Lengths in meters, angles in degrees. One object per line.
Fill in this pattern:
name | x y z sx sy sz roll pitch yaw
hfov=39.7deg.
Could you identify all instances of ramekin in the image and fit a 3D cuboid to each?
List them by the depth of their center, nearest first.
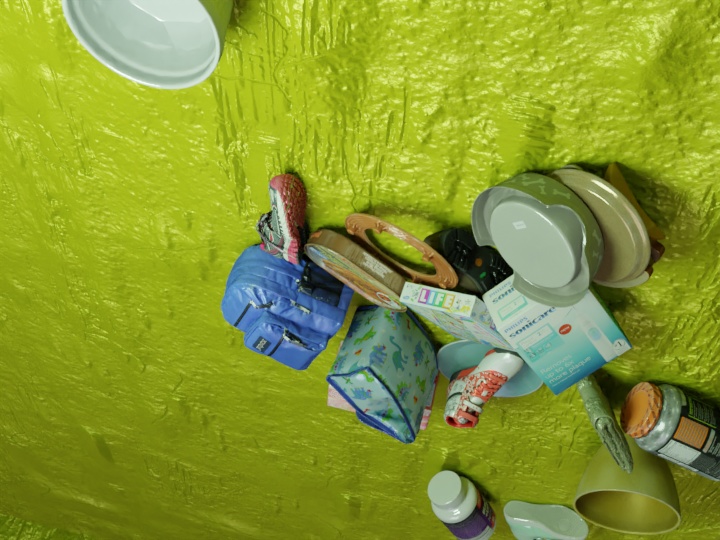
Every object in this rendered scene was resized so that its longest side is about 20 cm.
ramekin | -0.248 -0.327 1.204 0.198 0.106 0.201 11 146 8

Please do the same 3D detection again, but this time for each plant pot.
plant pot | 0.518 0.400 1.917 0.198 0.143 0.201 12 148 8

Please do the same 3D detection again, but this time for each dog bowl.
dog bowl | 0.247 -0.046 1.375 0.199 0.059 0.201 35 149 25

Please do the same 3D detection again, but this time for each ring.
ring | 0.059 -0.023 1.535 0.199 0.019 0.201 30 165 9

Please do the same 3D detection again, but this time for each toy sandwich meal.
toy sandwich meal | 0.331 -0.065 1.369 0.205 0.070 0.206 36 150 24

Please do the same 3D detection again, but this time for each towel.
towel | 0.427 0.255 1.751 0.036 0.149 0.200 -27 133 13

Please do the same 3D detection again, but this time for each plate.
plate | 0.236 0.170 1.808 0.198 0.026 0.201 12 148 7

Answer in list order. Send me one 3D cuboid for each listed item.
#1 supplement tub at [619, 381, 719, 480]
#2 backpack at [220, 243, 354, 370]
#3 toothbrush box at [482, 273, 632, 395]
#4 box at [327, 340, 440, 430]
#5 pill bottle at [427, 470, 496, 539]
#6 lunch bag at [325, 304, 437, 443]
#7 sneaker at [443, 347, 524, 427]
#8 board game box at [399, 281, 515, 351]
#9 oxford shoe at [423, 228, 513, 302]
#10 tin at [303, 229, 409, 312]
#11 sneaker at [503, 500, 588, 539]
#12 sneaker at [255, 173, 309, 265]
supplement tub | 0.560 0.275 1.731 0.199 0.123 0.123 25 146 -12
backpack | -0.133 0.057 1.675 0.199 0.169 0.163 28 139 -11
toothbrush box | 0.303 0.078 1.531 0.146 0.086 0.200 -34 127 12
box | 0.044 0.219 1.894 0.198 0.103 0.095 13 147 3
pill bottle | 0.228 0.539 2.282 0.110 0.112 0.200 -5 142 29
lunch bag | 0.054 0.179 1.747 0.127 0.171 0.200 -17 127 41
sneaker | 0.217 0.214 1.758 0.067 0.109 0.201 28 145 -18
board game box | 0.169 0.077 1.611 0.134 0.035 0.200 12 167 37
oxford shoe | 0.172 -0.002 1.552 0.200 0.073 0.084 41 156 -30
tin | 0.000 0.000 1.610 0.199 0.042 0.112 35 166 -18
sneaker | 0.437 0.597 2.308 0.199 0.074 0.119 9 141 29
sneaker | -0.127 -0.076 1.550 0.074 0.081 0.201 14 148 8
